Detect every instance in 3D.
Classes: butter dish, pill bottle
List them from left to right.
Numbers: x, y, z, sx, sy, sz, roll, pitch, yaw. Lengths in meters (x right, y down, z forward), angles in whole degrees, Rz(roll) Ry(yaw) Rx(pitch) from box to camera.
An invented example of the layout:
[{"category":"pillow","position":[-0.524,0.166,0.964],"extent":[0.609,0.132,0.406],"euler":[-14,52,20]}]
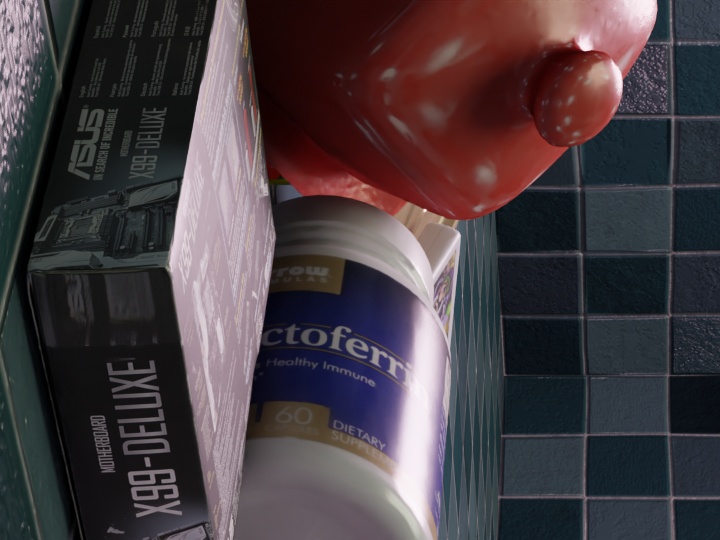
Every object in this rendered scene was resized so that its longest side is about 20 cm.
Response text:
[{"category":"pill bottle","position":[-0.021,0.061,1.073],"extent":[0.200,0.115,0.116],"euler":[-83,171,-55]},{"category":"butter dish","position":[0.051,-0.101,1.095],"extent":[0.148,0.200,0.199],"euler":[40,-3,40]}]

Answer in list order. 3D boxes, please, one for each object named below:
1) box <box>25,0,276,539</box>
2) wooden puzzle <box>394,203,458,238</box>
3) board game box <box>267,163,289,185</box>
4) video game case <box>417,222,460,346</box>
[{"category":"box","position":[-0.069,-0.006,0.929],"extent":[0.200,0.050,0.158],"euler":[-84,171,-48]},{"category":"wooden puzzle","position":[0.000,0.000,1.380],"extent":[0.200,0.046,0.186],"euler":[46,68,-79]},{"category":"board game box","position":[-0.023,-0.148,1.397],"extent":[0.200,0.047,0.102],"euler":[-84,171,-48]},{"category":"video game case","position":[0.003,0.103,1.376],"extent":[0.200,0.023,0.182],"euler":[93,22,-44]}]
